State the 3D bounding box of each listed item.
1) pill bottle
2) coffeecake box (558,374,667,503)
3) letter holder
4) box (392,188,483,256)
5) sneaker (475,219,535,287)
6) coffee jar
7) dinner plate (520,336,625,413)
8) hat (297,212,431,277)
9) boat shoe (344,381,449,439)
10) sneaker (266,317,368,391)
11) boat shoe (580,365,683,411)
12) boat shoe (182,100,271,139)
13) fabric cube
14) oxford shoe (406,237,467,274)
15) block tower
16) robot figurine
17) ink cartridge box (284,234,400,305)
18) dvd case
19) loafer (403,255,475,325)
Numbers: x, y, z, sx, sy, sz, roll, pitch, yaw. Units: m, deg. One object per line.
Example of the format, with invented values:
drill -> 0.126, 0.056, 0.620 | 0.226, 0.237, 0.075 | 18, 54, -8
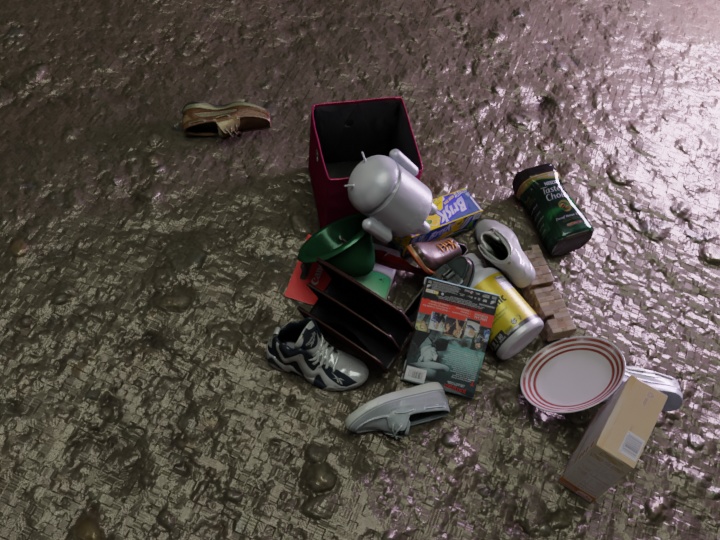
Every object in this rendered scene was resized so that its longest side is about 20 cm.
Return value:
pill bottle -> 0.255, 0.066, 1.588 | 0.111, 0.112, 0.200 | -29, 65, -22
coffeecake box -> 0.437, 0.298, 1.416 | 0.073, 0.201, 0.154 | 31, 60, 12
letter holder -> -0.016, 0.079, 1.480 | 0.199, 0.142, 0.101 | 32, 80, 22
box -> 0.155, -0.103, 1.688 | 0.199, 0.065, 0.070 | -21, 63, -31
sneaker -> 0.273, -0.062, 1.639 | 0.074, 0.115, 0.200 | -43, 42, 10
coffee jar -> 0.410, -0.137, 1.746 | 0.103, 0.086, 0.201 | -16, 61, -16
dinner plate -> 0.399, 0.199, 1.524 | 0.198, 0.024, 0.201 | -21, 32, 13
hat -> 0.000, 0.000, 1.594 | 0.166, 0.199, 0.177 | -51, 120, -42
boat shoe -> 0.072, 0.263, 1.468 | 0.199, 0.070, 0.072 | -15, 58, -19
sneaker -> -0.077, 0.149, 1.484 | 0.197, 0.130, 0.080 | 22, 60, 7
boat shoe -> 0.516, 0.218, 1.560 | 0.198, 0.074, 0.066 | 16, 37, 3
boat shoe -> -0.296, -0.322, 1.786 | 0.198, 0.076, 0.075 | 2, 63, 4
fabric cube -> 0.001, -0.212, 1.676 | 0.198, 0.200, 0.198 | -7, 60, -11
oxford shoe -> 0.151, -0.039, 1.591 | 0.073, 0.200, 0.072 | -42, 72, 19
block tower -> 0.368, 0.048, 1.647 | 0.057, 0.054, 0.202 | -9, 59, -13
robot figurine -> 0.055, -0.139, 1.509 | 0.199, 0.112, 0.171 | 32, 68, -35
ink cartridge box -> -0.034, 0.006, 1.627 | 0.198, 0.050, 0.162 | 18, 58, 2
dvd case -> 0.168, 0.126, 1.524 | 0.144, 0.022, 0.202 | 13, 95, 2
loafer -> 0.142, 0.052, 1.552 | 0.201, 0.063, 0.072 | -52, 51, 7
